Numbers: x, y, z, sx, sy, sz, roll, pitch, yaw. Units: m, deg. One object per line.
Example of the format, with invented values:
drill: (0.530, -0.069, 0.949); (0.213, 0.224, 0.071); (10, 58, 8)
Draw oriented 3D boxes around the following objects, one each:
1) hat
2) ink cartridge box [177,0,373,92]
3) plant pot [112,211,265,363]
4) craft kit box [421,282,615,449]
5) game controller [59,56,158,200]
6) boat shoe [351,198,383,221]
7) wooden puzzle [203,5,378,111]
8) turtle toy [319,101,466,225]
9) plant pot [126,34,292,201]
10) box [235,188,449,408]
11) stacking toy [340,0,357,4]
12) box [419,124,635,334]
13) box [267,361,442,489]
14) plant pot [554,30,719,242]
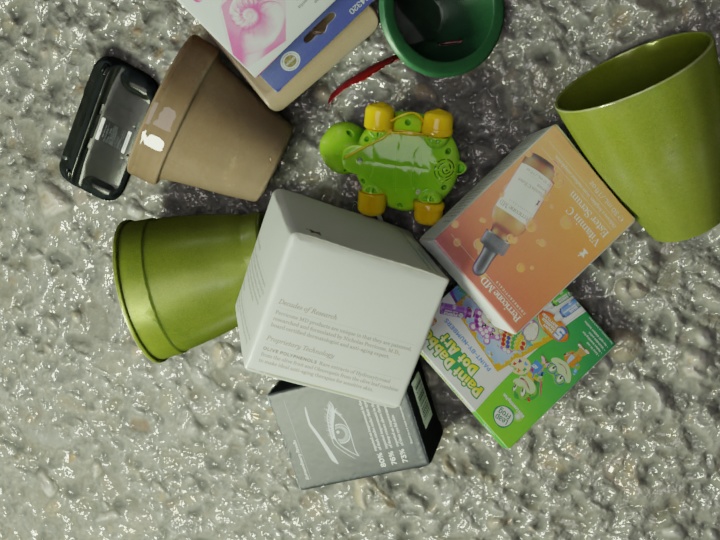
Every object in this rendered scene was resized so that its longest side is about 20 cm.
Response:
hat: (0.059, -0.320, 1.193); (0.198, 0.176, 0.168); (-16, 99, -21)
ink cartridge box: (-0.087, -0.328, 1.087); (0.196, 0.043, 0.200); (-42, 130, 10)
plant pot: (-0.208, 0.007, 1.266); (0.190, 0.200, 0.203); (-13, 99, 6)
craft kit box: (0.190, 0.088, 1.191); (0.197, 0.049, 0.200); (-43, 89, -3)
game controller: (-0.365, -0.202, 1.338); (0.103, 0.042, 0.202); (25, 109, -6)
boat shoe: (0.000, 0.000, 1.245); (0.061, 0.073, 0.203); (-9, 107, -20)
wooden puzzle: (-0.104, -0.338, 1.201); (0.185, 0.046, 0.201); (-40, 94, -1)
turtle toy: (0.040, -0.147, 1.191); (0.197, 0.101, 0.148); (10, 110, 11)
plant pot: (-0.189, -0.181, 1.224); (0.173, 0.201, 0.202); (26, 109, -11)
box: (-0.031, 0.028, 1.113); (0.198, 0.199, 0.173); (16, 105, -16)
stacking toy: (-0.074, -0.396, 1.128); (0.199, 0.147, 0.147); (31, 111, -20)
box: (0.197, -0.048, 1.117); (0.200, 0.106, 0.152); (-43, 95, -3)
box: (-0.006, 0.197, 1.272); (0.198, 0.104, 0.150); (-14, 101, 19)
plant pot: (0.351, -0.143, 1.078); (0.185, 0.188, 0.201); (-22, 110, 19)
